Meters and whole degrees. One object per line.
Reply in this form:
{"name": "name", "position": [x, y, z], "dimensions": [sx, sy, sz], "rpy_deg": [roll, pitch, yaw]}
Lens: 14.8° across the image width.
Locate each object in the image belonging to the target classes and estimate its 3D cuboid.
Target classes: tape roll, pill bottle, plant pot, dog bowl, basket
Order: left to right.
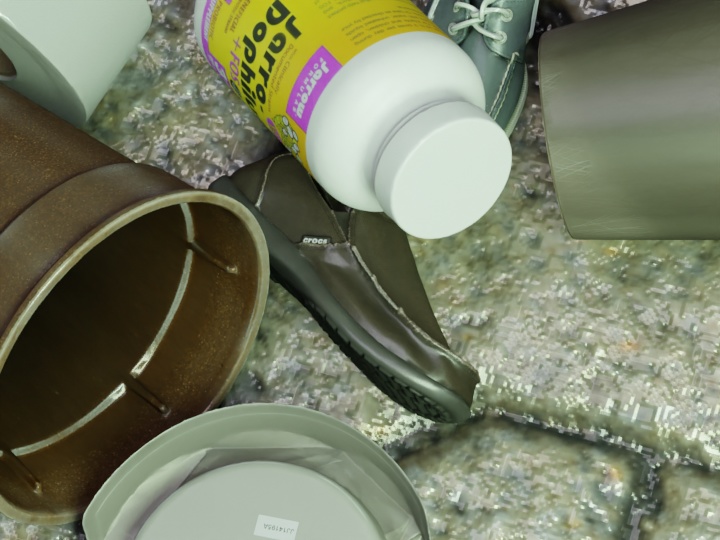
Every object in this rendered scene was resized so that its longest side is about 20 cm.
{"name": "tape roll", "position": [-0.217, -0.163, 1.532], "dimensions": [0.202, 0.202, 0.071], "rpy_deg": [26, 75, 20]}
{"name": "plant pot", "position": [-0.187, -0.001, 1.473], "dimensions": [0.198, 0.200, 0.200], "rpy_deg": [35, 78, 31]}
{"name": "dog bowl", "position": [-0.052, 0.172, 1.434], "dimensions": [0.200, 0.059, 0.200], "rpy_deg": [-4, 67, 9]}
{"name": "pill bottle", "position": [-0.002, -0.101, 1.485], "dimensions": [0.104, 0.104, 0.200], "rpy_deg": [-38, 47, -5]}
{"name": "basket", "position": [0.201, -0.084, 1.454], "dimensions": [0.200, 0.136, 0.181], "rpy_deg": [-9, 62, 12]}

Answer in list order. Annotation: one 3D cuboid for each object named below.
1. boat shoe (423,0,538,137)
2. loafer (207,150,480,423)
{"name": "boat shoe", "position": [0.064, -0.146, 1.541], "dimensions": [0.073, 0.062, 0.200], "rpy_deg": [13, 72, 15]}
{"name": "loafer", "position": [0.000, 0.000, 1.486], "dimensions": [0.071, 0.073, 0.200], "rpy_deg": [-43, 66, -6]}
